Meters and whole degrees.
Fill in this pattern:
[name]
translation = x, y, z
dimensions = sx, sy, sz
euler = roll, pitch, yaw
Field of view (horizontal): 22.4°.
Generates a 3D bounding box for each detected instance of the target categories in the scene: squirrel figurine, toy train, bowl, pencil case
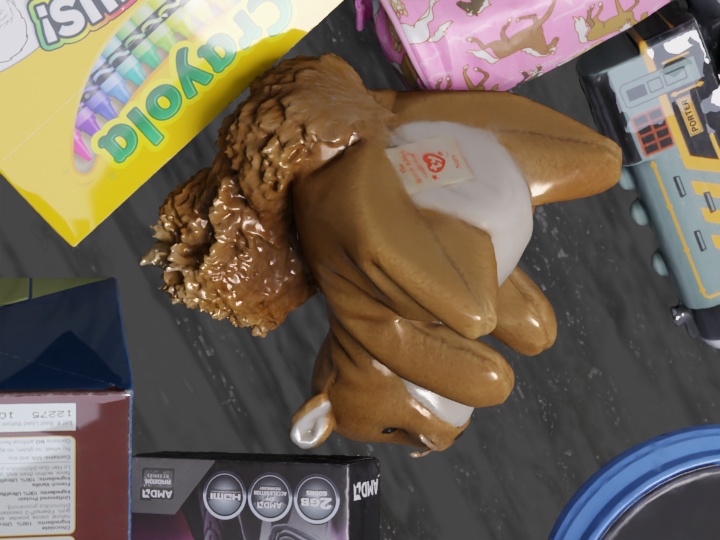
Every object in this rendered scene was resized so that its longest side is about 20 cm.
[squirrel figurine]
translation = 0.000, 0.000, 0.889
dimensions = 0.199, 0.142, 0.187
euler = 28, 141, 8
[toy train]
translation = 0.192, -0.055, 0.953
dimensions = 0.113, 0.085, 0.201
euler = -22, 109, 8
[bowl]
translation = 0.199, 0.188, 1.032
dimensions = 0.199, 0.039, 0.202
euler = -3, 104, -10
[pencil case]
translation = 0.097, -0.153, 0.905
dimensions = 0.199, 0.087, 0.083
euler = -31, 121, -3

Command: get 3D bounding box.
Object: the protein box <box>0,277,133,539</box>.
[protein box]
translation = -0.178, 0.123, 0.859
dimensions = 0.134, 0.199, 0.201
euler = 0, 104, -10

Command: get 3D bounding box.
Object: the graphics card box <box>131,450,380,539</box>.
[graphics card box]
translation = -0.054, 0.191, 0.905
dimensions = 0.125, 0.051, 0.201
euler = 0, 88, 22

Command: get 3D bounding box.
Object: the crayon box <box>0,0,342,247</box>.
[crayon box]
translation = -0.126, -0.144, 0.876
dimensions = 0.200, 0.058, 0.173
euler = -42, 107, 1
